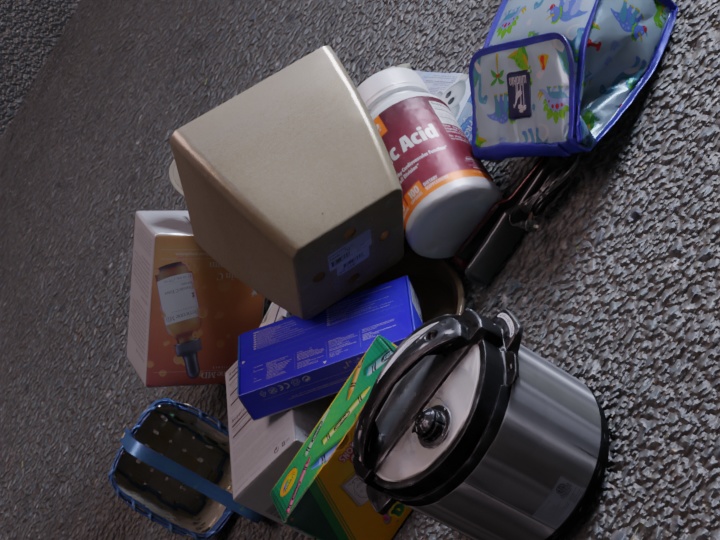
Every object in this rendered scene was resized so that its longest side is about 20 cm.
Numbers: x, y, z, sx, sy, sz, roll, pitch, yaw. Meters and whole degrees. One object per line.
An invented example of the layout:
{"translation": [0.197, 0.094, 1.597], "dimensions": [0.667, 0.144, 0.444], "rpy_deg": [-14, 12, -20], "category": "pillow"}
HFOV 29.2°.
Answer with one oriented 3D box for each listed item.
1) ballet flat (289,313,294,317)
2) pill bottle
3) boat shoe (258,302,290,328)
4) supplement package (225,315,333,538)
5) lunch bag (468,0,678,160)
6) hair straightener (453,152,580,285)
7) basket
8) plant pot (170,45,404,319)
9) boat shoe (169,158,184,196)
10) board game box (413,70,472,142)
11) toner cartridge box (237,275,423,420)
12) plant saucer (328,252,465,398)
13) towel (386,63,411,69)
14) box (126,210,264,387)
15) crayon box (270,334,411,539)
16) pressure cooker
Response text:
{"translation": [-0.075, 0.011, 1.621], "dimensions": [0.072, 0.202, 0.072], "rpy_deg": [-24, 11, 5], "category": "ballet flat"}
{"translation": [0.066, -0.122, 1.519], "dimensions": [0.114, 0.114, 0.201], "rpy_deg": [-45, 52, 24], "category": "pill bottle"}
{"translation": [-0.114, 0.110, 1.693], "dimensions": [0.086, 0.074, 0.203], "rpy_deg": [-20, 46, 49], "category": "boat shoe"}
{"translation": [-0.071, 0.170, 1.529], "dimensions": [0.110, 0.113, 0.201], "rpy_deg": [-44, 31, 24], "category": "supplement package"}
{"translation": [0.204, -0.206, 1.421], "dimensions": [0.170, 0.127, 0.202], "rpy_deg": [1, 64, 58], "category": "lunch bag"}
{"translation": [0.179, -0.062, 1.432], "dimensions": [0.200, 0.041, 0.077], "rpy_deg": [-48, 31, 12], "category": "hair straightener"}
{"translation": [-0.210, 0.233, 1.626], "dimensions": [0.140, 0.176, 0.200], "rpy_deg": [-58, 18, -5], "category": "basket"}
{"translation": [-0.058, -0.072, 1.452], "dimensions": [0.199, 0.201, 0.177], "rpy_deg": [-32, 62, -16], "category": "plant pot"}
{"translation": [-0.141, -0.074, 1.674], "dimensions": [0.073, 0.200, 0.062], "rpy_deg": [-49, 1, 19], "category": "boat shoe"}
{"translation": [0.062, -0.143, 1.674], "dimensions": [0.200, 0.043, 0.200], "rpy_deg": [19, 81, 61], "category": "board game box"}
{"translation": [-0.031, 0.081, 1.449], "dimensions": [0.198, 0.043, 0.095], "rpy_deg": [-19, 38, 12], "category": "toner cartridge box"}
{"translation": [0.026, 0.064, 1.496], "dimensions": [0.198, 0.030, 0.201], "rpy_deg": [-20, 40, 18], "category": "plant saucer"}
{"translation": [-0.044, -0.197, 1.811], "dimensions": [0.192, 0.035, 0.200], "rpy_deg": [-29, 10, 43], "category": "towel"}
{"translation": [-0.207, 0.034, 1.755], "dimensions": [0.106, 0.151, 0.202], "rpy_deg": [-141, 53, -61], "category": "box"}
{"translation": [0.015, 0.179, 1.377], "dimensions": [0.201, 0.118, 0.058], "rpy_deg": [-56, 29, 7], "category": "crayon box"}
{"translation": [0.097, 0.135, 1.205], "dimensions": [0.178, 0.199, 0.177], "rpy_deg": [-20, 48, 50], "category": "pressure cooker"}
